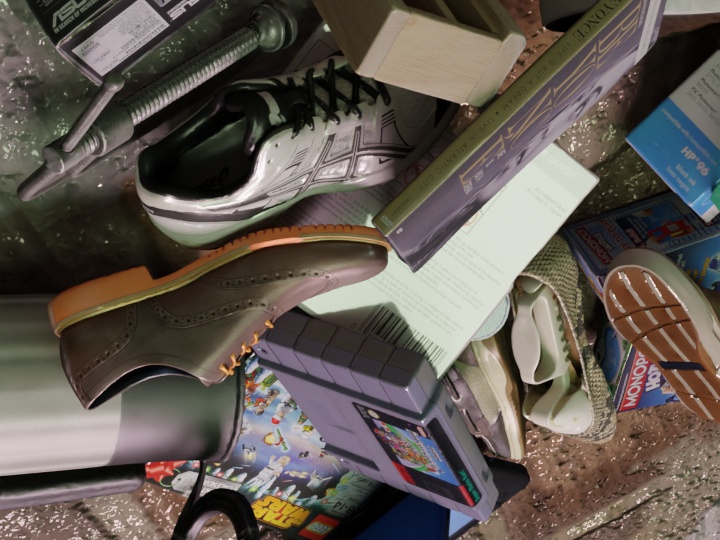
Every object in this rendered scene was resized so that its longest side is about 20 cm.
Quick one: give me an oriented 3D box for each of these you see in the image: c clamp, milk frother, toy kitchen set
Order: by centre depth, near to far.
[{"bbox_3d":[0.079,-0.210,0.656,0.163,0.181,0.200,10,127,-33],"label":"toy kitchen set"},{"bbox_3d":[-0.099,-0.089,0.674,0.171,0.027,0.200,-31,-172,45],"label":"c clamp"},{"bbox_3d":[-0.166,0.116,0.793,0.188,0.200,0.181,-2,121,-25],"label":"milk frother"}]

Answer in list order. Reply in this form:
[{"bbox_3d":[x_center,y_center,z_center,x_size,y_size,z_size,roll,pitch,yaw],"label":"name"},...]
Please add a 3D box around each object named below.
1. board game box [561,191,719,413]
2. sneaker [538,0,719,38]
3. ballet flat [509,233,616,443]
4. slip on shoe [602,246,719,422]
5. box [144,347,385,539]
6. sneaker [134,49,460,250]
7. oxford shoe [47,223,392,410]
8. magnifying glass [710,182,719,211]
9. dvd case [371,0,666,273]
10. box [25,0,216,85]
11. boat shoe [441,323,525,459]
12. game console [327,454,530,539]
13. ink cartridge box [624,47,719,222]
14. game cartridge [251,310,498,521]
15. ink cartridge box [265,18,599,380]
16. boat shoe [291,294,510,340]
[{"bbox_3d":[0.244,0.014,1.013,0.199,0.062,0.200,-7,130,-20],"label":"board game box"},{"bbox_3d":[0.182,-0.191,0.805,0.073,0.085,0.200,-12,176,44],"label":"sneaker"},{"bbox_3d":[0.141,0.067,0.971,0.075,0.068,0.200,-50,132,-45],"label":"ballet flat"},{"bbox_3d":[0.240,0.037,0.951,0.200,0.076,0.061,46,61,-35],"label":"slip on shoe"},{"bbox_3d":[-0.057,0.126,0.973,0.137,0.040,0.200,-46,133,16],"label":"box"},{"bbox_3d":[-0.030,-0.077,0.709,0.200,0.076,0.088,-32,163,2],"label":"sneaker"},{"bbox_3d":[-0.073,0.026,0.742,0.199,0.073,0.071,-17,166,3],"label":"oxford shoe"},{"bbox_3d":[0.282,-0.067,0.878,0.080,0.022,0.200,-45,165,20],"label":"magnifying glass"},{"bbox_3d":[0.091,-0.079,0.707,0.200,0.016,0.149,-44,169,0],"label":"dvd case"},{"bbox_3d":[-0.086,-0.206,0.593,0.200,0.158,0.050,-37,159,6],"label":"box"},{"bbox_3d":[0.088,0.085,0.998,0.065,0.073,0.200,-7,142,11],"label":"boat shoe"},{"bbox_3d":[0.034,0.240,1.031,0.170,0.119,0.200,19,130,-43],"label":"game console"},{"bbox_3d":[0.281,-0.127,0.876,0.200,0.068,0.116,-44,164,13],"label":"ink cartridge box"},{"bbox_3d":[0.012,0.099,0.858,0.038,0.129,0.200,-56,146,-20],"label":"game cartridge"},{"bbox_3d":[0.015,-0.049,0.802,0.200,0.045,0.176,36,99,-16],"label":"ink cartridge box"},{"bbox_3d":[0.000,0.000,0.872,0.200,0.067,0.074,21,101,-13],"label":"boat shoe"}]
